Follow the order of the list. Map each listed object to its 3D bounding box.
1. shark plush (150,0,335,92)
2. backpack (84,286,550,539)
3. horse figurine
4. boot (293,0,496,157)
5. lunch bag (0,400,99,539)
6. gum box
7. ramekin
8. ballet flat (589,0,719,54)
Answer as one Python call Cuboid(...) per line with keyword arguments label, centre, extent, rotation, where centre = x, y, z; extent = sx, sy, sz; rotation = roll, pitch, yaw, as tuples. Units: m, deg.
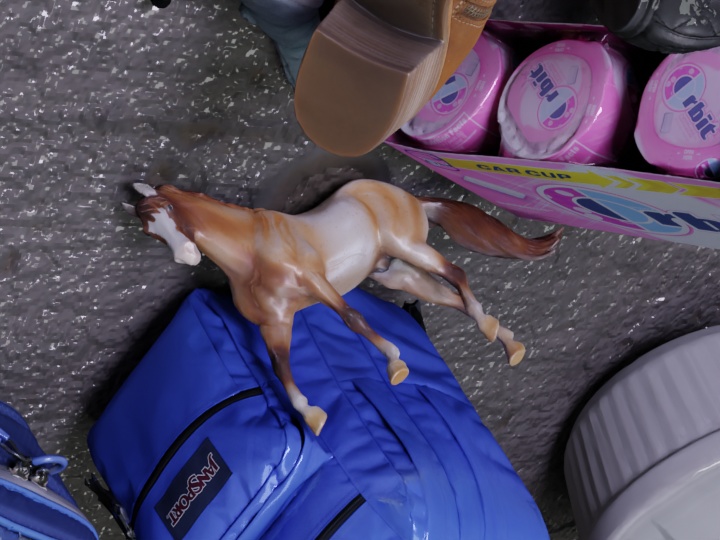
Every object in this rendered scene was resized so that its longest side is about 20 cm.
Cuboid(label="shark plush", centre=(-0.056, -0.135, 0.785), extent=(0.083, 0.092, 0.200), rotation=(-21, 163, 10))
Cuboid(label="backpack", centre=(-0.025, 0.117, 0.909), extent=(0.167, 0.200, 0.163), rotation=(13, 120, -44))
Cuboid(label="horse figurine", centre=(0.000, 0.000, 0.896), extent=(0.199, 0.133, 0.050), rotation=(-17, 145, -40))
Cuboid(label="boot", centre=(0.048, -0.148, 0.758), extent=(0.201, 0.076, 0.155), rotation=(-66, 174, 34))
Cuboid(label="lunch bag", centre=(-0.204, 0.142, 0.850), extent=(0.200, 0.133, 0.136), rotation=(-45, 140, 9))
Cuboid(label="gum box", centre=(0.115, -0.060, 0.862), extent=(0.113, 0.199, 0.067), rotation=(24, 80, -47))
Cuboid(label="ramekin", centre=(0.211, 0.115, 1.144), extent=(0.200, 0.095, 0.203), rotation=(-15, 143, -11))
Cuboid(label="ballet flat", centre=(0.109, -0.174, 0.760), extent=(0.056, 0.202, 0.066), rotation=(5, 159, -27))
